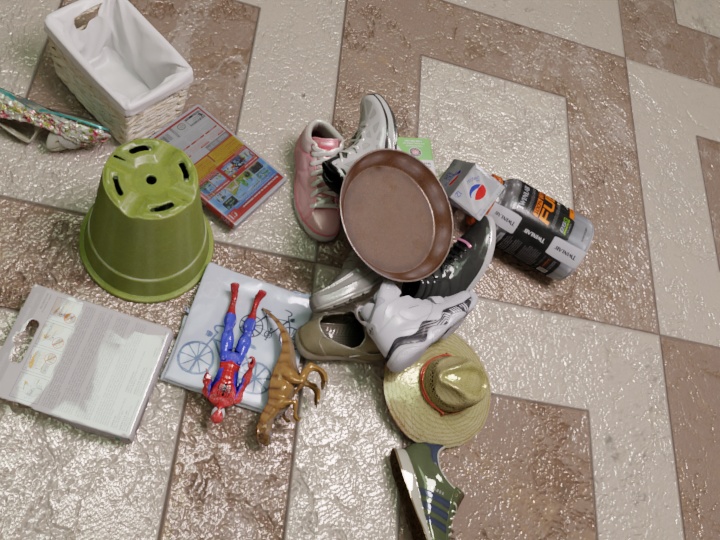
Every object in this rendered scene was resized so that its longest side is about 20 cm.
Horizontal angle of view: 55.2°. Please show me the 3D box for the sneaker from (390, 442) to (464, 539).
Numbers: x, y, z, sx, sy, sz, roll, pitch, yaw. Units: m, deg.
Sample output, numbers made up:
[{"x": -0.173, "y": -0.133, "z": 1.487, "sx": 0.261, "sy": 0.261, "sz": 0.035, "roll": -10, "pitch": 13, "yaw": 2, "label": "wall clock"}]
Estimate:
[{"x": 0.113, "y": 0.341, "z": 0.980, "sx": 0.089, "sy": 0.067, "sz": 0.202, "roll": -11, "pitch": 67, "yaw": -17, "label": "sneaker"}]

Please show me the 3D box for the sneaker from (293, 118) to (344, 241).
[{"x": -0.066, "y": -0.156, "z": 1.131, "sx": 0.074, "sy": 0.105, "sz": 0.203, "roll": 0, "pitch": 67, "yaw": -22, "label": "sneaker"}]

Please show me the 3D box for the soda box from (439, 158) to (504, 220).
[{"x": 0.176, "y": -0.138, "z": 1.148, "sx": 0.063, "sy": 0.200, "sz": 0.069, "roll": 36, "pitch": 97, "yaw": -8, "label": "soda box"}]

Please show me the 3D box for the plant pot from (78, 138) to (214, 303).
[{"x": -0.298, "y": -0.083, "z": 0.969, "sx": 0.197, "sy": 0.190, "sz": 0.203, "roll": 7, "pitch": 63, "yaw": -15, "label": "plant pot"}]

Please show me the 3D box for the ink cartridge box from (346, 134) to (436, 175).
[{"x": 0.056, "y": -0.119, "z": 1.165, "sx": 0.144, "sy": 0.084, "sz": 0.203, "roll": -1, "pitch": 67, "yaw": -18, "label": "ink cartridge box"}]

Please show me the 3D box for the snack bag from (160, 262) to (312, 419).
[{"x": -0.175, "y": 0.098, "z": 1.024, "sx": 0.186, "sy": 0.021, "sz": 0.202, "roll": 19, "pitch": 62, "yaw": -10, "label": "snack bag"}]

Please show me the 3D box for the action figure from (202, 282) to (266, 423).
[{"x": -0.175, "y": 0.108, "z": 0.955, "sx": 0.064, "sy": 0.099, "sz": 0.202, "roll": 15, "pitch": 65, "yaw": -11, "label": "action figure"}]

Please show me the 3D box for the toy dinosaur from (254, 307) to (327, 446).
[{"x": -0.102, "y": 0.147, "z": 0.981, "sx": 0.105, "sy": 0.060, "sz": 0.202, "roll": 14, "pitch": 63, "yaw": -12, "label": "toy dinosaur"}]

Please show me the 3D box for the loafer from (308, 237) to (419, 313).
[{"x": 0.000, "y": 0.000, "z": 1.033, "sx": 0.199, "sy": 0.070, "sz": 0.070, "roll": -29, "pitch": 88, "yaw": -30, "label": "loafer"}]

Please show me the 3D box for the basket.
[{"x": -0.380, "y": -0.315, "z": 1.086, "sx": 0.200, "sy": 0.124, "sz": 0.135, "roll": 46, "pitch": 60, "yaw": 5, "label": "basket"}]

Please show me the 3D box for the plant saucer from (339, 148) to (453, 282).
[{"x": 0.050, "y": -0.080, "z": 1.020, "sx": 0.198, "sy": 0.034, "sz": 0.203, "roll": 7, "pitch": 75, "yaw": -29, "label": "plant saucer"}]

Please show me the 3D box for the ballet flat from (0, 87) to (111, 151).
[{"x": -0.482, "y": -0.220, "z": 1.050, "sx": 0.198, "sy": 0.076, "sz": 0.065, "roll": 20, "pitch": 92, "yaw": -4, "label": "ballet flat"}]

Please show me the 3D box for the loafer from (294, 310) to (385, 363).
[{"x": 0.000, "y": 0.099, "z": 1.046, "sx": 0.198, "sy": 0.068, "sz": 0.077, "roll": -3, "pitch": 67, "yaw": -30, "label": "loafer"}]

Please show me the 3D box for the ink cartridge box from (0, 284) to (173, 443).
[{"x": -0.375, "y": 0.126, "z": 0.932, "sx": 0.198, "sy": 0.050, "sz": 0.163, "roll": 18, "pitch": 62, "yaw": -5, "label": "ink cartridge box"}]

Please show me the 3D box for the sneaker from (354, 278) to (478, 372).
[{"x": 0.084, "y": 0.056, "z": 1.021, "sx": 0.199, "sy": 0.075, "sz": 0.115, "roll": -32, "pitch": 72, "yaw": -35, "label": "sneaker"}]

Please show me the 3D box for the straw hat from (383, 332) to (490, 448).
[{"x": 0.141, "y": 0.169, "z": 1.036, "sx": 0.199, "sy": 0.085, "sz": 0.204, "roll": 8, "pitch": 73, "yaw": -26, "label": "straw hat"}]

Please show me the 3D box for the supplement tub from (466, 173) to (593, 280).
[{"x": 0.293, "y": -0.079, "z": 1.205, "sx": 0.198, "sy": 0.123, "sz": 0.123, "roll": 28, "pitch": 60, "yaw": -5, "label": "supplement tub"}]

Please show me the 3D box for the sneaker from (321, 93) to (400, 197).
[{"x": -0.005, "y": -0.194, "z": 1.083, "sx": 0.114, "sy": 0.076, "sz": 0.203, "roll": 2, "pitch": 69, "yaw": -23, "label": "sneaker"}]

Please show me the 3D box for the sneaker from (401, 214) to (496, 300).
[{"x": 0.137, "y": -0.010, "z": 1.092, "sx": 0.098, "sy": 0.071, "sz": 0.202, "roll": 25, "pitch": 97, "yaw": -30, "label": "sneaker"}]

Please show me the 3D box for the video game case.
[{"x": -0.236, "y": -0.172, "z": 1.118, "sx": 0.199, "sy": 0.017, "sz": 0.143, "roll": 39, "pitch": 52, "yaw": 2, "label": "video game case"}]
